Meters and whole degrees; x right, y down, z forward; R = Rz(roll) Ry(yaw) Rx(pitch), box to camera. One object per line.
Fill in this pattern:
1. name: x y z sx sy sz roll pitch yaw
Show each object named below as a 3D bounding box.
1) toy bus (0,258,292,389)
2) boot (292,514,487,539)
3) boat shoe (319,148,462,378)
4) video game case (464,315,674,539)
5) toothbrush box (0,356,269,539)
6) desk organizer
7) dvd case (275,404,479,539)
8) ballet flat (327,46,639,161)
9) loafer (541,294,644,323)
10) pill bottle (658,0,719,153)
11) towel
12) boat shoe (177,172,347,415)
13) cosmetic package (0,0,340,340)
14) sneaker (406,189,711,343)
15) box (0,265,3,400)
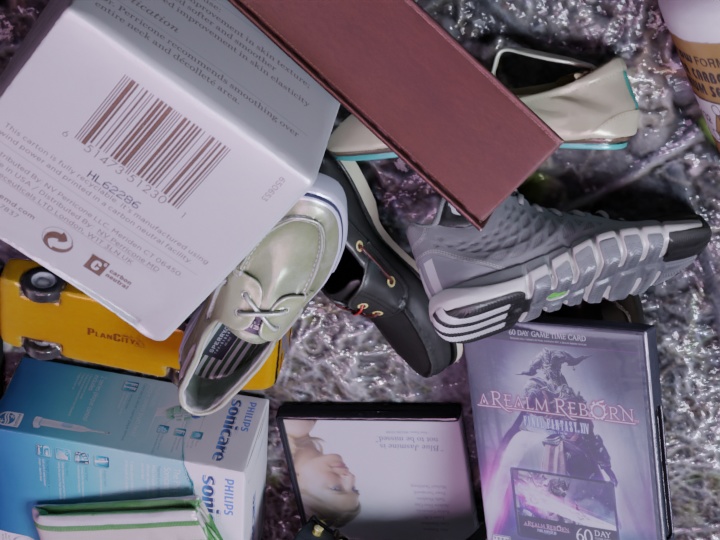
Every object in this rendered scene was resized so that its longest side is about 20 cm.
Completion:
1. toy bus: -0.151 0.028 1.189 0.199 0.078 0.065 11 130 4
2. boot: 0.028 0.219 1.257 0.154 0.073 0.204 31 90 9
3. boat shoe: -0.002 0.000 1.129 0.074 0.063 0.202 1 133 51
4. video game case: 0.142 0.128 1.137 0.143 0.019 0.201 4 110 37
5. toothbrush box: -0.176 0.161 1.294 0.199 0.085 0.147 9 130 7
6. desk organizer: 0.028 -0.127 0.954 0.200 0.072 0.077 42 123 -4
7. dvd case: 0.019 0.183 1.311 0.142 0.018 0.200 -1 128 13
8. ballet flat: 0.074 -0.107 1.048 0.199 0.070 0.070 -2 127 12
9. loafer: 0.158 0.083 1.165 0.073 0.071 0.200 3 128 11
10. pill bottle: 0.231 -0.145 0.940 0.114 0.114 0.200 -16 122 24
11. towel: -0.155 0.247 1.294 0.152 0.023 0.200 -6 131 19
12. boat shoe: -0.063 0.020 1.070 0.072 0.062 0.200 19 133 -14
13. cosmetic package: -0.118 -0.105 0.997 0.167 0.200 0.166 35 127 -15
14. sneaker: 0.122 -0.035 1.081 0.199 0.116 0.075 -15 154 -19
15. box: -0.374 0.058 1.285 0.199 0.048 0.194 13 127 3
